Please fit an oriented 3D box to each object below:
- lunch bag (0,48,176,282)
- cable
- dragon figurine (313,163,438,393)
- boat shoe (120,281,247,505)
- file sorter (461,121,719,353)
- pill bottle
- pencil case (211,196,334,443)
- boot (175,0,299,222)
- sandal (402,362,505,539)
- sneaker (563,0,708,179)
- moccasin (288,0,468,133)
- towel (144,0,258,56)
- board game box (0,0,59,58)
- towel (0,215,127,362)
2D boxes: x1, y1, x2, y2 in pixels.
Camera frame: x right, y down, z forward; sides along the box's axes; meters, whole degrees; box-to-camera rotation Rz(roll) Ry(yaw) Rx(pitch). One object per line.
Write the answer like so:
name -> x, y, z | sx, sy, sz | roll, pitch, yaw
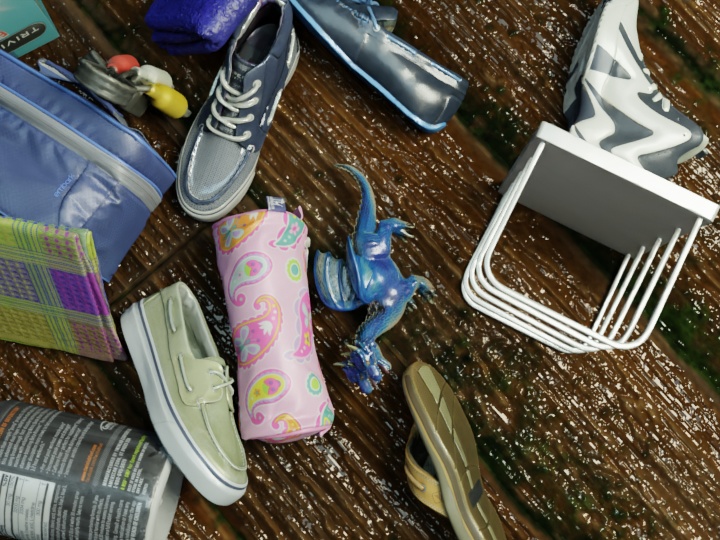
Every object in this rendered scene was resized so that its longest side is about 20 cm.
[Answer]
lunch bag -> -0.264, -0.099, 0.782 | 0.200, 0.136, 0.133 | 32, 81, 6
cable -> -0.200, -0.165, 0.765 | 0.097, 0.200, 0.050 | 38, 91, -1
dragon figurine -> 0.000, 0.000, 0.787 | 0.099, 0.059, 0.201 | -18, 87, -37
boat shoe -> -0.137, 0.094, 0.758 | 0.062, 0.072, 0.200 | -38, 63, 11
file sorter -> 0.165, -0.011, 0.744 | 0.138, 0.200, 0.125 | 27, 85, 4
pill bottle -> -0.251, 0.166, 0.750 | 0.199, 0.106, 0.107 | 13, 80, 1
pencil case -> -0.073, 0.045, 0.787 | 0.087, 0.087, 0.201 | -8, 79, -2
boot -> -0.113, -0.145, 0.815 | 0.072, 0.090, 0.201 | 20, 80, 2
sandal -> 0.070, 0.176, 0.772 | 0.054, 0.080, 0.201 | -22, 84, 21
sneaker -> 0.253, -0.148, 0.831 | 0.129, 0.080, 0.200 | 15, 76, -3
moccasin -> 0.012, -0.210, 0.841 | 0.200, 0.080, 0.068 | 41, 96, -7
towel -> -0.108, -0.282, 0.816 | 0.050, 0.148, 0.200 | 38, 79, -29
board game box -> -0.355, -0.219, 0.769 | 0.151, 0.200, 0.047 | -29, 82, -6
towel -> -0.267, 0.012, 0.739 | 0.143, 0.200, 0.023 | 12, 57, 4
